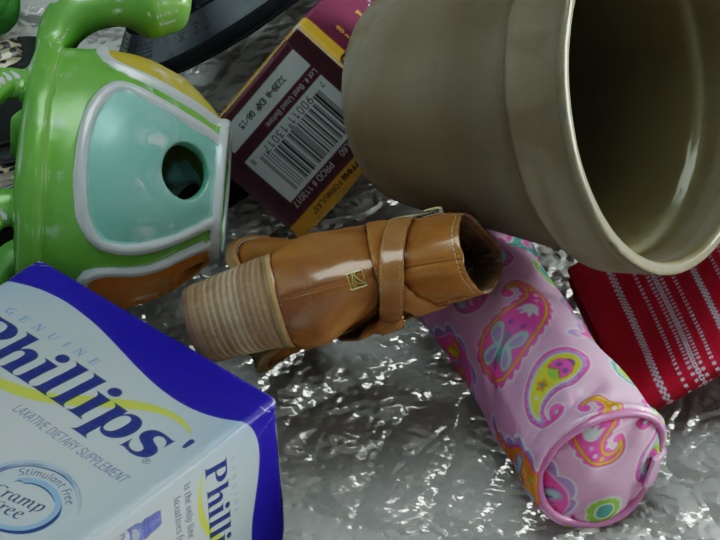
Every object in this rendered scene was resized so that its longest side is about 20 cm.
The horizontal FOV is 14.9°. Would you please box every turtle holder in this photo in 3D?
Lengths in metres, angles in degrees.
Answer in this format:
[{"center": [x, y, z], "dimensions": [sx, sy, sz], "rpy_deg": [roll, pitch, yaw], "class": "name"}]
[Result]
[{"center": [-0.138, -0.065, 1.539], "dimensions": [0.131, 0.141, 0.186], "rpy_deg": [4, 55, 1], "class": "turtle holder"}]

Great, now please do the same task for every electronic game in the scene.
[{"center": [-0.072, -0.185, 1.751], "dimensions": [0.200, 0.042, 0.200], "rpy_deg": [-31, 19, 12], "class": "electronic game"}]

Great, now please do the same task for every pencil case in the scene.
[{"center": [0.093, 0.048, 1.486], "dimensions": [0.087, 0.088, 0.200], "rpy_deg": [-14, 39, -15], "class": "pencil case"}]

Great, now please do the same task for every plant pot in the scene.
[{"center": [0.090, -0.097, 1.469], "dimensions": [0.173, 0.201, 0.200], "rpy_deg": [0, 34, 36], "class": "plant pot"}]

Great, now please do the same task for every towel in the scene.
[{"center": [0.214, -0.008, 1.519], "dimensions": [0.200, 0.023, 0.145], "rpy_deg": [-32, 33, 12], "class": "towel"}]

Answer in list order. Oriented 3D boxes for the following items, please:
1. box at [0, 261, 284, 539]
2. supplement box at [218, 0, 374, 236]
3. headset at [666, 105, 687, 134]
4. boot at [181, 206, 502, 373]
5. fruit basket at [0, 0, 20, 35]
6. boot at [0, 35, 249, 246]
[{"center": [-0.171, 0.113, 1.402], "dimensions": [0.184, 0.105, 0.200], "rpy_deg": [28, 47, 32], "class": "box"}, {"center": [-0.003, -0.121, 1.634], "dimensions": [0.086, 0.110, 0.200], "rpy_deg": [41, 33, -4], "class": "supplement box"}, {"center": [0.109, -0.069, 1.599], "dimensions": [0.200, 0.094, 0.123], "rpy_deg": [17, 16, 42], "class": "headset"}, {"center": [0.000, 0.000, 1.481], "dimensions": [0.155, 0.077, 0.200], "rpy_deg": [-15, -4, 12], "class": "boot"}, {"center": [-0.302, -0.228, 1.815], "dimensions": [0.215, 0.156, 0.216], "rpy_deg": [-12, 24, 5], "class": "fruit basket"}, {"center": [-0.163, -0.086, 1.679], "dimensions": [0.199, 0.073, 0.151], "rpy_deg": [-18, 41, -10], "class": "boot"}]
